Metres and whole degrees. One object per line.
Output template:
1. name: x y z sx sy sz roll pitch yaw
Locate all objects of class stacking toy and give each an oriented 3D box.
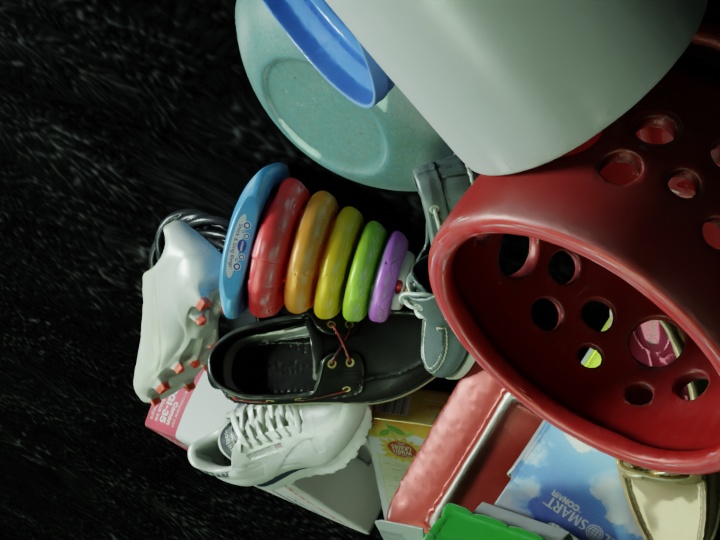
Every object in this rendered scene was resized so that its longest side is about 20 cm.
1. stacking toy: 0.000 0.000 1.244 0.198 0.117 0.110 16 -170 5

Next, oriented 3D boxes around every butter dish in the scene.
1. butter dish: 0.151 0.154 1.249 0.199 0.148 0.201 32 108 8

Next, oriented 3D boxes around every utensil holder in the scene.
1. utensil holder: 0.054 -0.171 0.821 0.200 0.170 0.169 49 152 -23

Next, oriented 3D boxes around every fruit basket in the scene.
1. fruit basket: 0.116 0.250 1.165 0.184 0.094 0.201 14 151 35

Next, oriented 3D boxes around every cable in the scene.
1. cable: -0.121 0.037 1.408 0.163 0.051 0.200 41 147 7

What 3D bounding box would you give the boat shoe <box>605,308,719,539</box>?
1. boat shoe: 0.184 0.099 1.044 0.073 0.069 0.202 -5 106 24

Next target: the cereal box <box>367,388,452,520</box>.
1. cereal box: 0.084 0.173 1.414 0.142 0.040 0.201 7 145 12

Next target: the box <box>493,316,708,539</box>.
1. box: 0.188 0.111 1.113 0.121 0.048 0.201 34 118 9

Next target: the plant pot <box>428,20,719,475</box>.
1. plant pot: 0.163 -0.019 0.903 0.199 0.183 0.201 29 151 17

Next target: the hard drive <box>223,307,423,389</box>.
1. hard drive: -0.032 0.065 1.437 0.199 0.042 0.136 23 149 29

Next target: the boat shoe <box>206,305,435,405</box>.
1. boat shoe: -0.022 0.068 1.290 0.199 0.075 0.063 -9 167 15

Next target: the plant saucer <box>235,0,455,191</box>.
1. plant saucer: -0.015 -0.117 1.136 0.200 0.039 0.202 30 153 17

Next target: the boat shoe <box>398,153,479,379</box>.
1. boat shoe: 0.054 -0.001 1.150 0.201 0.061 0.073 98 159 -44

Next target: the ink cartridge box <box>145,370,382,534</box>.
1. ink cartridge box: -0.081 0.161 1.559 0.199 0.083 0.146 16 164 40

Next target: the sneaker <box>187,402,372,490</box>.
1. sneaker: -0.064 0.133 1.376 0.080 0.077 0.200 16 144 -32

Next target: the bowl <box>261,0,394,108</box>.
1. bowl: -0.036 -0.189 0.972 0.201 0.039 0.201 53 172 10

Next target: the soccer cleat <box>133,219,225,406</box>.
1. soccer cleat: -0.151 0.037 1.360 0.078 0.069 0.201 54 144 20
